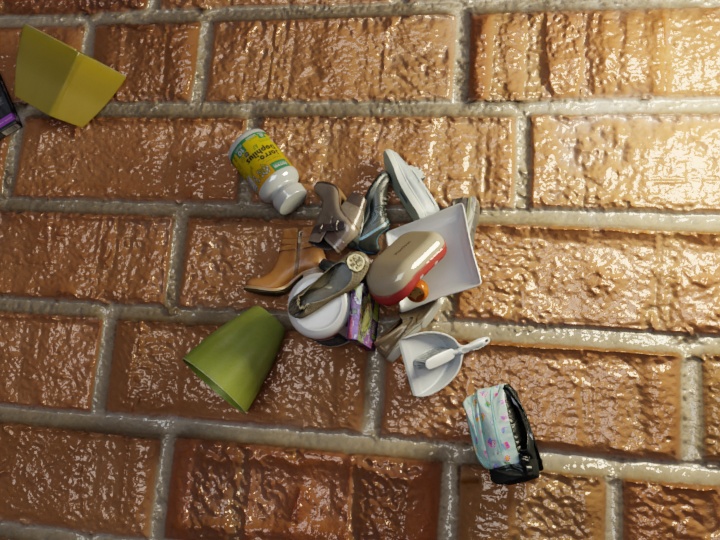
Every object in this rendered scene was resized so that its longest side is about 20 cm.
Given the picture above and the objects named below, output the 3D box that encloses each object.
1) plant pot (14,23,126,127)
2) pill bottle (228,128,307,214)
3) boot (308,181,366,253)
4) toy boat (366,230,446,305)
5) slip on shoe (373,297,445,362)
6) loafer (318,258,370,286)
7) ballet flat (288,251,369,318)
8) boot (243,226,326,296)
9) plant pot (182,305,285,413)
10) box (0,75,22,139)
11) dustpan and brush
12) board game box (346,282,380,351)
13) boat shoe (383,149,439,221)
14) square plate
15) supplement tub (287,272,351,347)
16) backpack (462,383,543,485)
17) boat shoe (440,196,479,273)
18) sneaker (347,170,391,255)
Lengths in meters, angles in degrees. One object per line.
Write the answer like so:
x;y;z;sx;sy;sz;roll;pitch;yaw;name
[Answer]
-0.766;-0.487;1.971;0.199;0.200;0.178;29;96;16;plant pot
-0.219;-0.234;1.837;0.113;0.113;0.200;-39;73;0;pill bottle
-0.075;-0.122;1.774;0.199;0.070;0.147;21;76;47;boot
0.106;0.012;1.637;0.130;0.132;0.200;5;38;48;toy boat
0.110;0.112;1.713;0.060;0.076;0.200;41;95;-5;slip on shoe
0.000;0.000;1.732;0.198;0.073;0.073;17;86;19;loafer
-0.067;0.029;1.573;0.199;0.046;0.068;-35;74;0;ballet flat
-0.180;-0.023;1.799;0.198;0.077;0.157;-6;78;7;boot
-0.267;0.185;1.735;0.186;0.188;0.200;34;71;16;plant pot
-1.020;-0.441;2.083;0.142;0.036;0.201;-29;75;3;box
0.194;0.183;1.683;0.199;0.057;0.141;-20;99;-26;dustpan and brush
0.009;0.105;1.671;0.032;0.200;0.121;0;77;12;board game box
0.120;-0.203;1.794;0.071;0.070;0.202;-23;72;-15;boat shoe
0.162;-0.026;1.702;0.199;0.028;0.200;-20;65;24;square plate
-0.072;0.092;1.689;0.139;0.200;0.142;-2;77;10;supplement tub
0.294;0.338;1.589;0.125;0.167;0.202;-18;69;12;backpack
0.221;-0.074;1.743;0.073;0.075;0.202;6;70;22;boat shoe
0.037;-0.133;1.796;0.081;0.073;0.202;22;88;-2;sneaker
